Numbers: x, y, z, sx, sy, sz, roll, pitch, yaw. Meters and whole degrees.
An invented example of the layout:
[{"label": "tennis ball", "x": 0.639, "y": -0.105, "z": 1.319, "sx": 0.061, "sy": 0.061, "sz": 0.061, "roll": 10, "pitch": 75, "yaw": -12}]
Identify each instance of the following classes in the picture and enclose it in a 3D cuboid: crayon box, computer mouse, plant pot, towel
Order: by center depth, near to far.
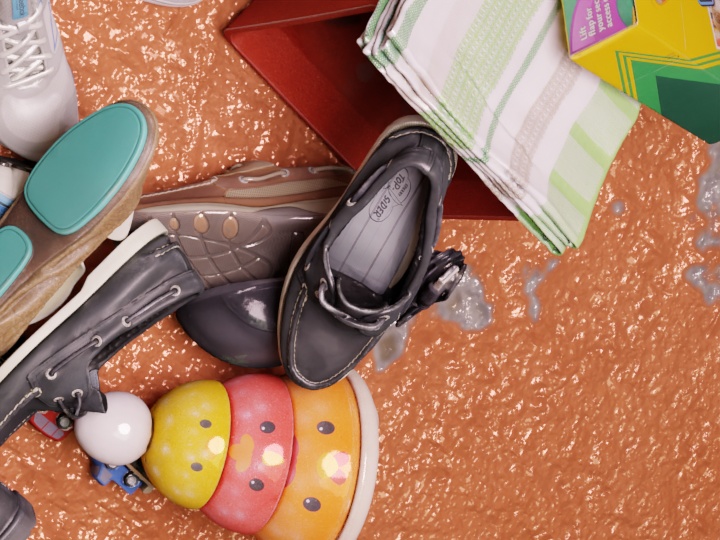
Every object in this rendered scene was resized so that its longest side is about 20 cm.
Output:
[{"label": "towel", "x": 0.097, "y": -0.126, "z": 0.973, "sx": 0.200, "sy": 0.031, "sz": 0.150, "roll": 43, "pitch": 62, "yaw": -29}, {"label": "crayon box", "x": 0.193, "y": -0.205, "z": 1.047, "sx": 0.172, "sy": 0.058, "sz": 0.201, "roll": 22, "pitch": 55, "yaw": -46}, {"label": "plant pot", "x": 0.066, "y": -0.165, "z": 1.085, "sx": 0.200, "sy": 0.199, "sz": 0.177, "roll": 45, "pitch": 68, "yaw": -27}, {"label": "computer mouse", "x": -0.028, "y": 0.034, "z": 1.117, "sx": 0.198, "sy": 0.139, "sz": 0.053, "roll": -7, "pitch": 77, "yaw": -16}]

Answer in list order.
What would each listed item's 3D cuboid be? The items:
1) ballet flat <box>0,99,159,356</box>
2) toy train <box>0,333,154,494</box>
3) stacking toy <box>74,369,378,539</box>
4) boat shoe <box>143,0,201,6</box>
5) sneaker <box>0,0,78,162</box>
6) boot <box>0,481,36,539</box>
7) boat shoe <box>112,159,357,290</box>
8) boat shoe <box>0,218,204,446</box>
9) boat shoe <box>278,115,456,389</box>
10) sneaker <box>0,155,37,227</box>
[{"label": "ballet flat", "x": -0.186, "y": -0.019, "z": 0.992, "sx": 0.200, "sy": 0.068, "sz": 0.072, "roll": -50, "pitch": 152, "yaw": 4}, {"label": "toy train", "x": -0.207, "y": 0.091, "z": 1.088, "sx": 0.046, "sy": 0.034, "sz": 0.200, "roll": -47, "pitch": 117, "yaw": -5}, {"label": "stacking toy", "x": -0.099, "y": 0.123, "z": 1.089, "sx": 0.199, "sy": 0.146, "sz": 0.147, "roll": 10, "pitch": 97, "yaw": -25}, {"label": "boat shoe", "x": -0.156, "y": -0.233, "z": 1.010, "sx": 0.072, "sy": 0.068, "sz": 0.200, "roll": -51, "pitch": 127, "yaw": -7}, {"label": "sneaker", "x": -0.222, "y": -0.156, "z": 0.994, "sx": 0.075, "sy": 0.087, "sz": 0.201, "roll": -27, "pitch": 114, "yaw": -20}, {"label": "boot", "x": -0.330, "y": 0.153, "z": 1.022, "sx": 0.165, "sy": 0.065, "sz": 0.200, "roll": -51, "pitch": 121, "yaw": -16}, {"label": "boat shoe", "x": -0.075, "y": -0.036, "z": 1.105, "sx": 0.198, "sy": 0.072, "sz": 0.076, "roll": 0, "pitch": 133, "yaw": -19}, {"label": "boat shoe", "x": -0.178, "y": 0.060, "z": 1.023, "sx": 0.066, "sy": 0.075, "sz": 0.199, "roll": 43, "pitch": 81, "yaw": 2}, {"label": "boat shoe", "x": 0.002, "y": 0.001, "z": 1.011, "sx": 0.074, "sy": 0.066, "sz": 0.200, "roll": 29, "pitch": 111, "yaw": -11}, {"label": "sneaker", "x": -0.257, "y": -0.033, "z": 1.011, "sx": 0.199, "sy": 0.078, "sz": 0.091, "roll": 16, "pitch": 98, "yaw": -28}]
